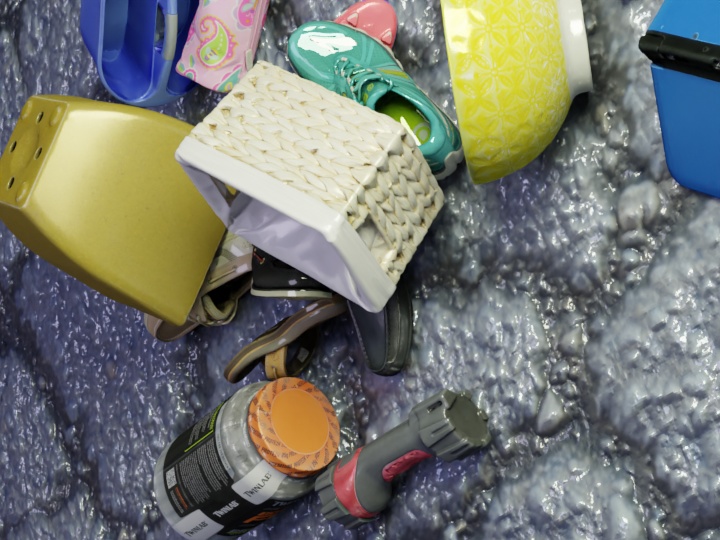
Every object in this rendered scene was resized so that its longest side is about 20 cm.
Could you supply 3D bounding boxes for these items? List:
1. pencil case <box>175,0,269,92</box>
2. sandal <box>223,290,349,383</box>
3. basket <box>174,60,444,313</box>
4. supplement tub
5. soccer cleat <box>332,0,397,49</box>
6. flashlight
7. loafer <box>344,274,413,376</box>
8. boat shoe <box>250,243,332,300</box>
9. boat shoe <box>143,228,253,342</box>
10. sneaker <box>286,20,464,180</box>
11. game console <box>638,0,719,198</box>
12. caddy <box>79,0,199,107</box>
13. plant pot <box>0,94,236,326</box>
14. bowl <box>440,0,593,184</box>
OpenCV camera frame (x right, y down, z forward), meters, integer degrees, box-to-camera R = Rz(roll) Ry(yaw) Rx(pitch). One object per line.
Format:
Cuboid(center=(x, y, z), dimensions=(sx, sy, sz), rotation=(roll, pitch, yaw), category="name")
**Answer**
Cuboid(center=(-0.123, -0.275, 1.704), dimensions=(0.087, 0.087, 0.202), rotation=(41, 123, 42), category="pencil case")
Cuboid(center=(-0.068, 0.075, 1.673), dimensions=(0.199, 0.080, 0.054), rotation=(-33, 91, 42), category="sandal")
Cuboid(center=(-0.039, -0.078, 1.479), dimensions=(0.199, 0.136, 0.124), rotation=(29, 73, 35), category="basket")
Cuboid(center=(-0.112, 0.188, 1.685), dimensions=(0.200, 0.121, 0.124), rotation=(-38, 63, 47), category="supplement tub")
Cuboid(center=(-0.028, -0.177, 1.608), dimensions=(0.201, 0.066, 0.077), rotation=(-61, 12, 23), category="soccer cleat")
Cuboid(center=(0.040, 0.175, 1.545), dimensions=(0.199, 0.067, 0.069), rotation=(-34, 62, 42), category="flashlight")
Cuboid(center=(0.000, 0.000, 1.573), dimensions=(0.068, 0.070, 0.203), rotation=(-20, 76, 51), category="loafer")
Cuboid(center=(-0.069, -0.005, 1.614), dimensions=(0.201, 0.073, 0.064), rotation=(-149, 64, -78), category="boat shoe")
Cuboid(center=(-0.163, 0.027, 1.784), dimensions=(0.200, 0.072, 0.065), rotation=(-43, 59, 38), category="boat shoe")
Cuboid(center=(0.013, -0.161, 1.501), dimensions=(0.199, 0.080, 0.078), rotation=(39, 94, 19), category="sneaker")
Cuboid(center=(0.310, -0.140, 1.215), dimensions=(0.199, 0.118, 0.172), rotation=(24, 80, 48), category="game console")
Cuboid(center=(-0.213, -0.267, 1.761), dimensions=(0.105, 0.140, 0.202), rotation=(54, 145, 42), category="caddy")
Cuboid(center=(-0.263, -0.082, 1.736), dimensions=(0.195, 0.199, 0.196), rotation=(16, 81, 56), category="plant pot")
Cuboid(center=(0.128, -0.175, 1.353), dimensions=(0.106, 0.200, 0.203), rotation=(-8, 85, 8), category="bowl")
